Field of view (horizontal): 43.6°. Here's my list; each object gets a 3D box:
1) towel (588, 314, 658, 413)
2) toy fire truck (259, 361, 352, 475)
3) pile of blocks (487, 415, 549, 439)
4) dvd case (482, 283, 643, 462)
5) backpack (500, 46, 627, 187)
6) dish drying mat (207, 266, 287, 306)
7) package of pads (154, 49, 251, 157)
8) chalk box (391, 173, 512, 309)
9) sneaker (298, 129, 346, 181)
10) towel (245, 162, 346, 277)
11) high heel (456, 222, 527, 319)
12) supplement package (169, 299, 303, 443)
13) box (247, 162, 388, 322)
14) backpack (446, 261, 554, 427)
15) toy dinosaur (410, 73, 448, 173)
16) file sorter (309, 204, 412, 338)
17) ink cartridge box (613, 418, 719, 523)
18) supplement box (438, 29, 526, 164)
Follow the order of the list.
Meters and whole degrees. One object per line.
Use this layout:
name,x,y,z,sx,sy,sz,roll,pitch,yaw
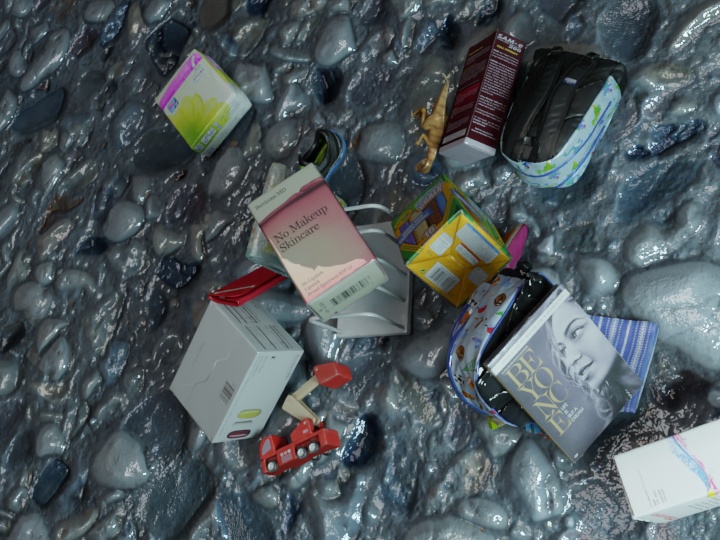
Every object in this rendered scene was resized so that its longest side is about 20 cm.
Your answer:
towel,0.320,0.125,1.315,0.200,0.024,0.145,7,62,35
toy fire truck,-0.097,0.256,1.551,0.200,0.049,0.141,-29,60,24
pile of blocks,0.245,0.221,1.324,0.200,0.062,0.082,12,37,38
dvd case,0.274,0.138,1.200,0.149,0.200,0.016,-46,18,-9
backpack,0.306,-0.228,1.404,0.163,0.154,0.200,19,64,34
dish drying mat,-0.179,0.015,1.611,0.077,0.200,0.018,6,115,35
package of pads,-0.330,-0.356,1.896,0.155,0.068,0.200,-48,56,12
chalk box,0.138,-0.058,1.433,0.124,0.125,0.200,-44,24,16
sneaker,-0.096,-0.172,1.671,0.071,0.083,0.200,21,87,36
towel,-0.108,-0.073,1.576,0.048,0.200,0.171,1,73,39
high heel,0.235,0.026,1.424,0.096,0.067,0.200,33,80,-7
supplement package,-0.221,0.176,1.592,0.156,0.111,0.200,43,116,34
box,-0.066,-0.043,1.405,0.128,0.109,0.200,-34,68,1
backpack,0.210,0.113,1.256,0.191,0.200,0.154,-54,23,-21
toy dinosaur,0.133,-0.263,1.543,0.106,0.060,0.200,-111,25,-52
file sorter,0.000,0.000,1.518,0.139,0.125,0.200,-6,71,30
ink cartridge box,0.443,0.249,1.140,0.200,0.145,0.084,-27,61,24
supplement box,0.202,-0.285,1.499,0.109,0.061,0.200,175,113,-72
